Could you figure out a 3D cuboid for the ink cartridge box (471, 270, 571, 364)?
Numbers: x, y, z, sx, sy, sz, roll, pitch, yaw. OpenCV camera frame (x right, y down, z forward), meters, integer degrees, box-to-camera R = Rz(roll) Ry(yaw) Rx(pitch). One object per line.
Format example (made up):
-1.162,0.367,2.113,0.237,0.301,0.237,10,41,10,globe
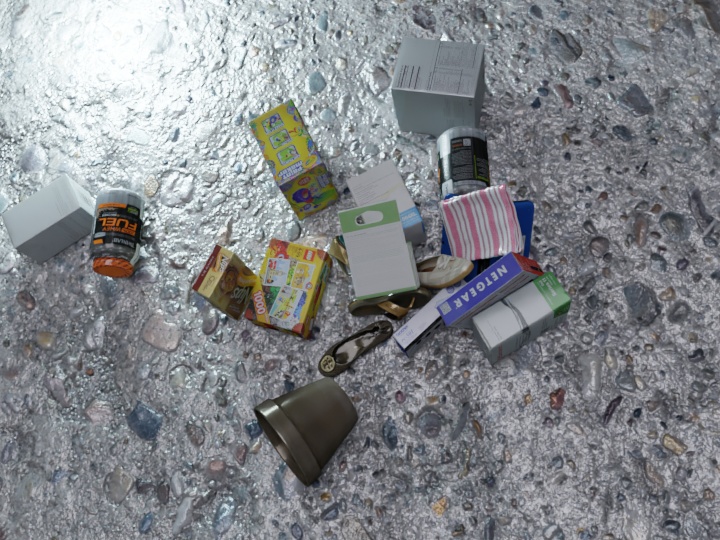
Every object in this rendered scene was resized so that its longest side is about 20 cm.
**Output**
0.342,0.105,1.527,0.198,0.147,0.084,-30,67,-2,ink cartridge box

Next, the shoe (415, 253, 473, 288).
0.165,0.001,1.585,0.198,0.054,0.070,-13,33,48,shoe

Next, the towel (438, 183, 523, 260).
0.252,-0.095,1.520,0.198,0.030,0.149,-10,97,50,towel

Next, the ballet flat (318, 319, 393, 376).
-0.013,0.174,1.624,0.198,0.046,0.068,-31,68,-1,ballet flat

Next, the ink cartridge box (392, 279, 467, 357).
0.162,0.104,1.589,0.200,0.094,0.044,-42,69,-5,ink cartridge box

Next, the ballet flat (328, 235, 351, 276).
0.000,0.000,1.682,0.200,0.068,0.063,46,112,23,ballet flat

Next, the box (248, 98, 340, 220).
-0.155,-0.262,1.716,0.121,0.200,0.195,-27,68,0,box

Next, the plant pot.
-0.106,0.327,1.531,0.173,0.201,0.200,-35,68,-21,plant pot

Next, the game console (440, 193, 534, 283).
0.282,-0.070,1.602,0.168,0.203,0.118,-7,25,-17,game console

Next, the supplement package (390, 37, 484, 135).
0.192,-0.436,1.714,0.197,0.192,0.149,10,73,13,supplement package

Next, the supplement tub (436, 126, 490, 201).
0.243,-0.222,1.669,0.120,0.123,0.204,-4,70,9,supplement tub

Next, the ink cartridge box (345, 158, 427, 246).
0.058,-0.152,1.677,0.124,0.129,0.202,-24,70,2,ink cartridge box

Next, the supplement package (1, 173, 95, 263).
-0.794,-0.132,1.839,0.198,0.117,0.118,-32,69,-2,supplement package

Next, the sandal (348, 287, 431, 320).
0.067,0.086,1.620,0.197,0.081,0.055,-11,56,13,sandal

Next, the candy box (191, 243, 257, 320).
-0.307,0.031,1.646,0.055,0.200,0.117,25,77,16,candy box

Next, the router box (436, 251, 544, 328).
0.281,0.047,1.508,0.199,0.179,0.049,-39,67,20,router box

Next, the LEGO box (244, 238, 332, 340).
-0.168,0.043,1.681,0.146,0.077,0.203,13,74,15,LEGO box

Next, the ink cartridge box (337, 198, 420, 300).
0.040,-0.046,1.566,0.143,0.048,0.204,-11,95,19,ink cartridge box

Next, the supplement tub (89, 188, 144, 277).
-0.612,-0.093,1.788,0.120,0.123,0.204,-4,71,9,supplement tub
